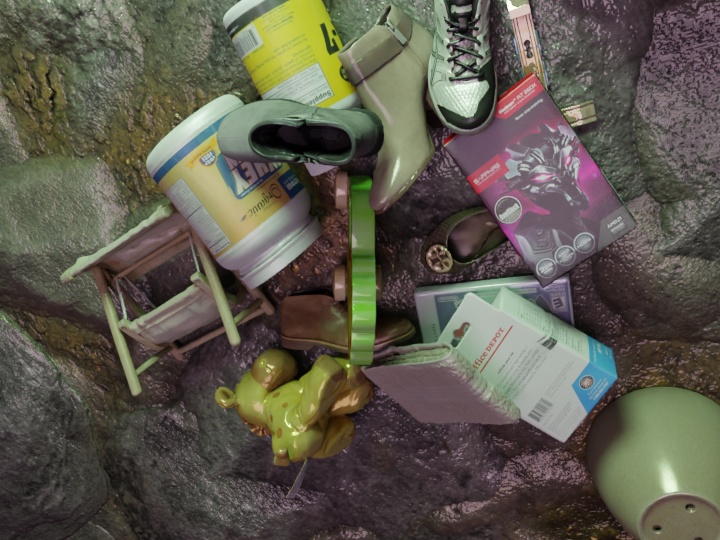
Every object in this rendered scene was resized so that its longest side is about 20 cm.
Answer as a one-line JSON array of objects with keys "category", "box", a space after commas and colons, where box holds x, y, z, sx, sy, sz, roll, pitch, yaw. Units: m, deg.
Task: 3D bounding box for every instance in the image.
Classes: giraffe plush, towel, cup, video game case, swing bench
[{"category": "giraffe plush", "box": [-0.100, 0.179, 0.945, 0.161, 0.201, 0.173, 27, 163, 31]}, {"category": "towel", "box": [0.093, 0.142, 0.844, 0.132, 0.035, 0.199, 41, 153, -19]}, {"category": "cup", "box": [0.389, 0.271, 0.857, 0.196, 0.144, 0.205, 5, 113, 13]}, {"category": "video game case", "box": [0.181, 0.101, 0.899, 0.196, 0.023, 0.186, -7, 110, 17]}, {"category": "swing bench", "box": [-0.261, 0.028, 0.939, 0.196, 0.130, 0.203, -25, 99, 23]}]

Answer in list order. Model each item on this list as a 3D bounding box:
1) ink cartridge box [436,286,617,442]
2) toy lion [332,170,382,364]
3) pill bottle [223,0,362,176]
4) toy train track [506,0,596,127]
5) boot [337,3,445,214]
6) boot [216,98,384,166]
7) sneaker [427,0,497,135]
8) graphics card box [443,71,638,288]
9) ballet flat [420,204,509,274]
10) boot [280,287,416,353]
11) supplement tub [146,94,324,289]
[{"category": "ink cartridge box", "box": [0.194, 0.104, 0.838, 0.198, 0.068, 0.117, 30, 118, 1]}, {"category": "toy lion", "box": [0.000, 0.000, 0.814, 0.067, 0.192, 0.204, 0, 113, -3]}, {"category": "pill bottle", "box": [-0.063, -0.221, 0.787, 0.113, 0.115, 0.203, -22, 106, 22]}, {"category": "toy train track", "box": [0.199, -0.204, 0.770, 0.112, 0.033, 0.204, -12, 107, 19]}, {"category": "boot", "box": [0.027, -0.185, 0.755, 0.146, 0.202, 0.070, 45, 152, -26]}, {"category": "boot", "box": [-0.082, -0.138, 0.685, 0.196, 0.132, 0.071, -1, 104, 20]}, {"category": "sneaker", "box": [0.101, -0.245, 0.707, 0.074, 0.088, 0.205, -5, 83, 11]}, {"category": "graphics card box", "box": [0.197, -0.098, 0.758, 0.125, 0.051, 0.201, -34, 95, 20]}, {"category": "ballet flat", "box": [0.158, -0.050, 0.837, 0.197, 0.046, 0.068, -26, 105, 22]}, {"category": "boot", "box": [-0.022, 0.065, 0.921, 0.196, 0.073, 0.077, 0, 102, 21]}, {"category": "supplement tub", "box": [-0.151, -0.094, 0.846, 0.143, 0.145, 0.201, -33, 101, 24]}]
